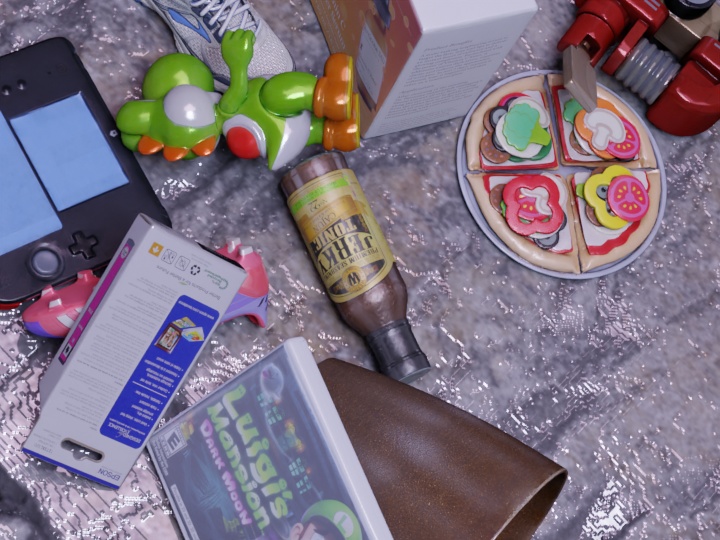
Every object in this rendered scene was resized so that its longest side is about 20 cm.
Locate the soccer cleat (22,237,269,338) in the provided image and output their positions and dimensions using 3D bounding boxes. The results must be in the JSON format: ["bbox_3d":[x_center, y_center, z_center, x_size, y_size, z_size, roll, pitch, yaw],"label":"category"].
[{"bbox_3d":[-0.166,0.032,1.366,0.198,0.067,0.077,-16,108,-18],"label":"soccer cleat"}]

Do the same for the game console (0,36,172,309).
[{"bbox_3d":[-0.271,-0.080,1.399,0.176,0.031,0.201,-26,79,-22],"label":"game console"}]

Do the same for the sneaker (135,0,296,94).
[{"bbox_3d":[-0.132,-0.226,1.460,0.200,0.085,0.077,42,65,2],"label":"sneaker"}]

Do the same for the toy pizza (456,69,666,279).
[{"bbox_3d":[0.182,-0.090,1.524,0.198,0.032,0.202,5,69,-13],"label":"toy pizza"}]

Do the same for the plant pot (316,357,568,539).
[{"bbox_3d":[0.024,0.164,1.320,0.200,0.187,0.187,38,65,16],"label":"plant pot"}]

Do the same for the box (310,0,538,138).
[{"bbox_3d":[0.046,-0.228,1.446,0.105,0.200,0.153,-14,73,-19],"label":"box"}]

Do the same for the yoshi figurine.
[{"bbox_3d":[-0.101,-0.145,1.418,0.198,0.112,0.114,-4,103,5],"label":"yoshi figurine"}]

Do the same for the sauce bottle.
[{"bbox_3d":[0.000,0.000,1.423,0.064,0.065,0.201,-22,76,-21],"label":"sauce bottle"}]

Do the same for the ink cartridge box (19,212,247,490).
[{"bbox_3d":[-0.177,0.064,1.319,0.094,0.037,0.201,28,94,-34],"label":"ink cartridge box"}]

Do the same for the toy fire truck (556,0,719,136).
[{"bbox_3d":[0.252,-0.183,1.530,0.176,0.129,0.200,39,70,1],"label":"toy fire truck"}]

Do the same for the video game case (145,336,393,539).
[{"bbox_3d":[-0.067,0.178,1.284,0.023,0.181,0.201,-7,68,-51],"label":"video game case"}]
